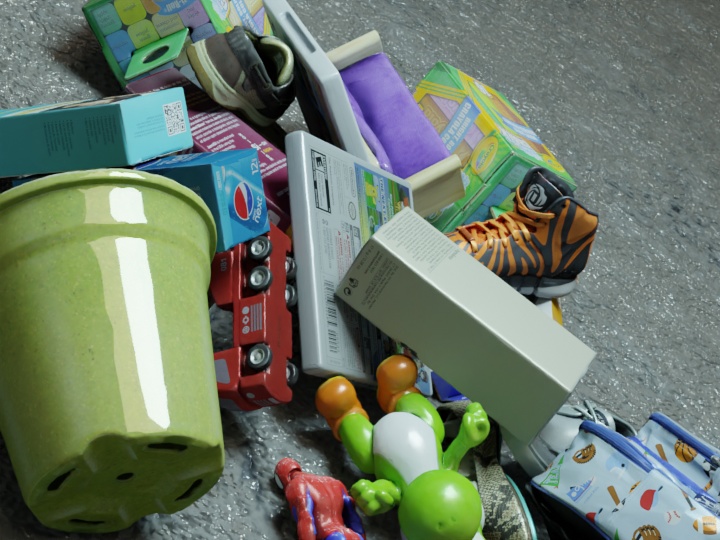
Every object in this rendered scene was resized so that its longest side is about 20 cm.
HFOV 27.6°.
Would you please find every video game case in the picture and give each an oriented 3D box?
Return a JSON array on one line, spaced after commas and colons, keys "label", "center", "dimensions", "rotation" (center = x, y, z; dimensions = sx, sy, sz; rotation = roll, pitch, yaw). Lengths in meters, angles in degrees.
[{"label": "video game case", "center": [-0.030, -0.143, 1.392], "dimensions": [0.024, 0.201, 0.182], "rotation": [-25, 39, -6]}, {"label": "video game case", "center": [0.000, 0.000, 1.243], "dimensions": [0.182, 0.022, 0.201], "rotation": [20, 60, -56]}]

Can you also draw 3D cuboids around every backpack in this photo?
[{"label": "backpack", "center": [0.230, 0.199, 1.146], "dimensions": [0.190, 0.154, 0.200], "rotation": [30, -17, 31]}]

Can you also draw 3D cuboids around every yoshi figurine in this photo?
[{"label": "yoshi figurine", "center": [0.043, 0.148, 1.107], "dimensions": [0.112, 0.113, 0.200], "rotation": [16, 31, -44]}]

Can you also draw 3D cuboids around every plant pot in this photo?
[{"label": "plant pot", "center": [-0.173, 0.066, 0.986], "dimensions": [0.199, 0.200, 0.185], "rotation": [7, 50, -37]}]

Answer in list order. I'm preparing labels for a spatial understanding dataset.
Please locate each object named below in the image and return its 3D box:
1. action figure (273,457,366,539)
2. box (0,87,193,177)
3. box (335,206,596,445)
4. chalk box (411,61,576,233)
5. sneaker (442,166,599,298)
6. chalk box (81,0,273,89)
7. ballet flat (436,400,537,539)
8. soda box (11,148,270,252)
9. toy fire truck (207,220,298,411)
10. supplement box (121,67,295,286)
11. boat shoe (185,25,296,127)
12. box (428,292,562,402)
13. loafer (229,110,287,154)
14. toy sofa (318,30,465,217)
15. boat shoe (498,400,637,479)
[{"label": "action figure", "center": [-0.009, 0.206, 1.055], "dimensions": [0.065, 0.052, 0.200], "rotation": [10, 32, -44]}, {"label": "box", "center": [-0.238, -0.107, 1.168], "dimensions": [0.199, 0.050, 0.082], "rotation": [-2, 13, 31]}, {"label": "box", "center": [0.085, 0.042, 1.176], "dimensions": [0.200, 0.069, 0.082], "rotation": [39, 32, 8]}, {"label": "chalk box", "center": [0.125, -0.094, 1.507], "dimensions": [0.124, 0.124, 0.200], "rotation": [20, 28, -50]}, {"label": "sneaker", "center": [0.120, -0.038, 1.275], "dimensions": [0.199, 0.113, 0.078], "rotation": [-2, 39, -31]}, {"label": "chalk box", "center": [-0.177, -0.239, 1.423], "dimensions": [0.124, 0.124, 0.200], "rotation": [64, 22, -19]}, {"label": "ballet flat", "center": [0.090, 0.174, 1.195], "dimensions": [0.075, 0.068, 0.200], "rotation": [3, 30, -7]}, {"label": "soda box", "center": [-0.172, -0.050, 1.137], "dimensions": [0.199, 0.068, 0.064], "rotation": [-2, 13, 30]}, {"label": "toy fire truck", "center": [-0.122, 0.021, 1.163], "dimensions": [0.049, 0.140, 0.201], "rotation": [40, 43, -55]}, {"label": "supplement box", "center": [-0.131, -0.069, 1.275], "dimensions": [0.200, 0.111, 0.086], "rotation": [39, 30, 9]}, {"label": "boat shoe", "center": [-0.089, -0.178, 1.317], "dimensions": [0.072, 0.066, 0.201], "rotation": [67, 15, 8]}, {"label": "box", "center": [0.125, 0.047, 1.352], "dimensions": [0.200, 0.118, 0.042], "rotation": [-82, 152, -59]}, {"label": "loafer", "center": [-0.088, -0.090, 1.382], "dimensions": [0.200, 0.076, 0.067], "rotation": [36, 24, 5]}, {"label": "toy sofa", "center": [0.022, -0.148, 1.436], "dimensions": [0.082, 0.098, 0.201], "rotation": [-26, 55, -6]}, {"label": "boat shoe", "center": [0.184, 0.140, 1.260], "dimensions": [0.200, 0.071, 0.070], "rotation": [20, 38, -58]}]
